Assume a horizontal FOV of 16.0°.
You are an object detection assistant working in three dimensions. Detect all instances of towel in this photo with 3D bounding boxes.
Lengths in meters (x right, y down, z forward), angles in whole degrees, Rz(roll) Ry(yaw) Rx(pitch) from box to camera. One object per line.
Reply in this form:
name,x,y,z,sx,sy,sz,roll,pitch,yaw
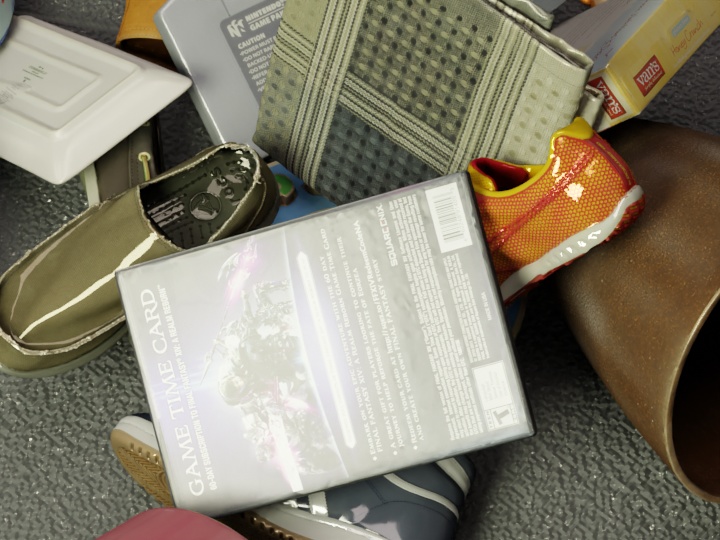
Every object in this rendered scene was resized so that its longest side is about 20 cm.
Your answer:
towel,0.035,-0.095,1.431,0.192,0.201,0.035,36,47,17

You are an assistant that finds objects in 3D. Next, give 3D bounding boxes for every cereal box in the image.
cereal box,0.112,-0.106,1.482,0.040,0.199,0.144,55,46,-12

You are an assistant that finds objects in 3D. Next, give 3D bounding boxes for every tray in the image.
tray,-0.198,-0.114,1.570,0.107,0.022,0.200,-40,36,-20

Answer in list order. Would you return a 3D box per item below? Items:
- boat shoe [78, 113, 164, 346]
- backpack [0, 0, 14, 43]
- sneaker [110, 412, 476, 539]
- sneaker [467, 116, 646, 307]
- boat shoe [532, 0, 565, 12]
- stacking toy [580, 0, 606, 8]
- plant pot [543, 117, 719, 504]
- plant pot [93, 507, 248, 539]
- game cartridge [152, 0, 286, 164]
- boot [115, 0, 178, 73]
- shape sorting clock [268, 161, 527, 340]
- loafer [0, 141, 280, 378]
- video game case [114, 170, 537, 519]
boat shoe,-0.130,-0.032,1.526,0.060,0.072,0.202,-17,53,-3
backpack,-0.313,-0.215,1.604,0.182,0.148,0.201,-14,45,-5
sneaker,-0.032,0.103,1.423,0.199,0.070,0.109,25,65,12
sneaker,0.070,-0.018,1.390,0.077,0.200,0.073,55,35,2
boat shoe,0.041,-0.158,1.547,0.200,0.071,0.091,-33,35,3
stacking toy,0.150,-0.246,1.649,0.115,0.110,0.201,-5,66,-3
plant pot,0.182,-0.002,1.432,0.186,0.188,0.200,-32,45,-17
plant pot,-0.122,0.222,1.287,0.199,0.201,0.179,26,46,21
game cartridge,-0.020,-0.157,1.588,0.199,0.042,0.134,-26,85,-12
boot,-0.049,-0.178,1.634,0.200,0.071,0.145,7,65,6
shape sorting clock,0.000,0.000,1.500,0.199,0.039,0.201,3,50,-3
loafer,-0.131,-0.016,1.433,0.200,0.070,0.075,-37,76,-19
video game case,-0.020,0.043,1.357,0.199,0.019,0.144,-16,87,12
